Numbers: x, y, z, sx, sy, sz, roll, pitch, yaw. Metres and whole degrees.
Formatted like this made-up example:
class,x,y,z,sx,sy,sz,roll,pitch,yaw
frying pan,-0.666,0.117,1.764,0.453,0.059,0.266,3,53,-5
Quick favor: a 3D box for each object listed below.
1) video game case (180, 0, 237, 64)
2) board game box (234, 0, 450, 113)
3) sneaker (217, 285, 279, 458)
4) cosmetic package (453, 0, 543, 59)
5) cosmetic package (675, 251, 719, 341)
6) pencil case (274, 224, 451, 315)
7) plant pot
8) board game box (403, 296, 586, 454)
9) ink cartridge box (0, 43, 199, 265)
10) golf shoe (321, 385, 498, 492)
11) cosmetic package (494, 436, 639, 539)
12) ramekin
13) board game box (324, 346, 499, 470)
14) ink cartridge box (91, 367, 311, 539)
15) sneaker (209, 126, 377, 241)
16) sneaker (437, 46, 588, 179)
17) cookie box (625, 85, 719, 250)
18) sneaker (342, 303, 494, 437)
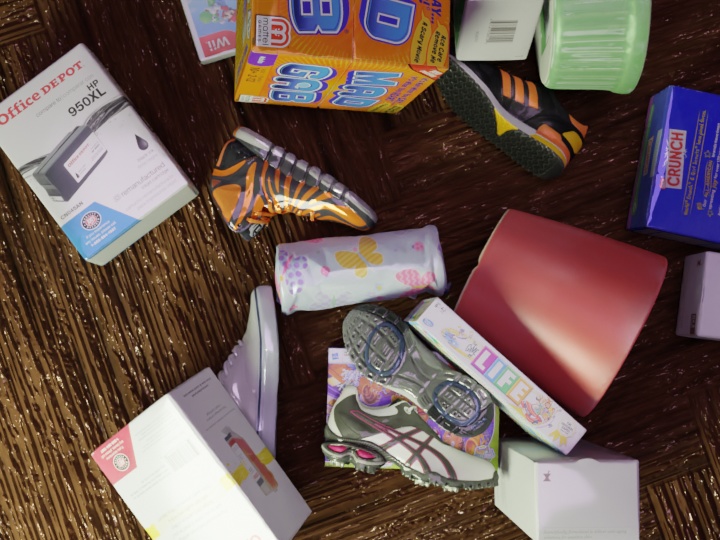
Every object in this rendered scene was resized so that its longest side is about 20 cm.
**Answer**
class,x,y,z,sx,sy,sz,roll,pitch,yaw
video game case,-0.153,-0.362,1.045,0.142,0.017,0.201,-18,88,-4
board game box,-0.027,-0.295,0.941,0.199,0.200,0.201,2,87,-13
sneaker,-0.128,0.117,0.993,0.070,0.073,0.201,2,87,-6
cosmetic package,0.148,-0.348,0.977,0.084,0.108,0.201,-1,66,-1
cosmetic package,0.482,0.041,1.025,0.199,0.074,0.102,9,86,0
pencil case,0.000,0.000,0.999,0.199,0.091,0.084,-6,69,-3
plant pot,0.209,0.034,0.963,0.177,0.200,0.201,27,86,10
board game box,0.136,0.108,0.929,0.200,0.134,0.034,42,86,0
ink cartridge box,-0.304,-0.129,0.992,0.144,0.084,0.200,-38,89,-4
golf shoe,0.060,0.188,0.953,0.199,0.077,0.089,15,79,-2
cosmetic package,0.213,0.229,0.938,0.107,0.200,0.085,0,87,-2
ramekin,0.250,-0.296,0.974,0.097,0.200,0.201,-2,87,5
board game box,0.059,0.159,1.012,0.199,0.045,0.135,2,87,-3
ink cartridge box,-0.172,0.232,0.953,0.145,0.083,0.200,-36,89,27
sneaker,-0.084,-0.072,1.011,0.199,0.078,0.112,30,90,10
sneaker,0.179,-0.201,1.034,0.200,0.070,0.090,42,66,3
cookie box,0.432,-0.111,1.028,0.199,0.075,0.172,12,87,-2
sneaker,0.060,0.114,0.958,0.200,0.087,0.075,41,88,19
